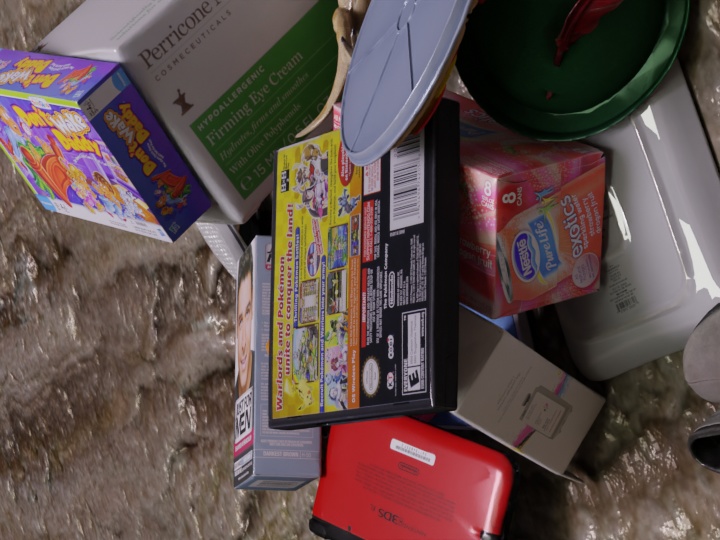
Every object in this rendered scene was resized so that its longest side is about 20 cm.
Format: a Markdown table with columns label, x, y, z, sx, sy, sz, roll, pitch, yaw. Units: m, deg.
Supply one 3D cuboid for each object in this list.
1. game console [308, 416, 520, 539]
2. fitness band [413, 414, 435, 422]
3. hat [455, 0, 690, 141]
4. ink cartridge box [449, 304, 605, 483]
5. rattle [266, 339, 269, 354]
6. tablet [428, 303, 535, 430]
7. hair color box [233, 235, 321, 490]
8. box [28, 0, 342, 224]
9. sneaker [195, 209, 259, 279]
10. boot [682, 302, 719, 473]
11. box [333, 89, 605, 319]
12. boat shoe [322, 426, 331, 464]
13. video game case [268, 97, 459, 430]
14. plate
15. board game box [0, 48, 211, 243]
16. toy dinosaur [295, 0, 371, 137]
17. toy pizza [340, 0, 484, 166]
| label | x | y | z | sx | sy | sz | roll | pitch | yaw |
| --- | --- | --- | --- | --- | --- | --- | --- | --- | --- |
| game console | 0.067 | 0.207 | 1.408 | 0.199 | 0.118 | 0.174 | 17 | 96 | 45 |
| fitness band | 0.013 | 0.066 | 1.449 | 0.144 | 0.037 | 0.200 | 64 | 147 | 18 |
| hat | 0.097 | -0.168 | 1.053 | 0.200 | 0.176 | 0.166 | -44 | 73 | 27 |
| ink cartridge box | 0.091 | 0.078 | 1.243 | 0.116 | 0.200 | 0.068 | 30 | 87 | 39 |
| rattle | -0.020 | -0.042 | 1.334 | 0.130 | 0.142 | 0.202 | 22 | 105 | 50 |
| tablet | 0.076 | 0.063 | 1.392 | 0.200 | 0.014 | 0.131 | -6 | 98 | 60 |
| hair color box | -0.070 | 0.080 | 1.486 | 0.099 | 0.060 | 0.202 | 136 | 136 | -71 |
| box | -0.122 | -0.164 | 1.390 | 0.172 | 0.199 | 0.200 | 53 | 156 | -22 |
| sneaker | -0.125 | -0.079 | 1.610 | 0.078 | 0.079 | 0.201 | 27 | 150 | 58 |
| boot | 0.227 | 0.068 | 1.018 | 0.068 | 0.130 | 0.200 | 57 | 150 | -8 |
| box | 0.070 | -0.053 | 1.211 | 0.200 | 0.094 | 0.103 | 31 | 127 | 51 |
| boat shoe | -0.058 | 0.125 | 1.584 | 0.200 | 0.068 | 0.072 | 26 | 125 | 52 |
| video game case | 0.000 | 0.000 | 1.173 | 0.180 | 0.025 | 0.202 | -13 | 73 | 51 |
| plate | 0.168 | -0.035 | 1.180 | 0.199 | 0.032 | 0.201 | -29 | 78 | 58 |
| board game box | -0.214 | -0.098 | 1.339 | 0.199 | 0.045 | 0.135 | 14 | 143 | 51 |
| toy dinosaur | -0.001 | -0.180 | 1.251 | 0.101 | 0.058 | 0.201 | -132 | 45 | -62 |
| toy pizza | 0.042 | -0.157 | 1.104 | 0.201 | 0.032 | 0.201 | -57 | 21 | 35 |
